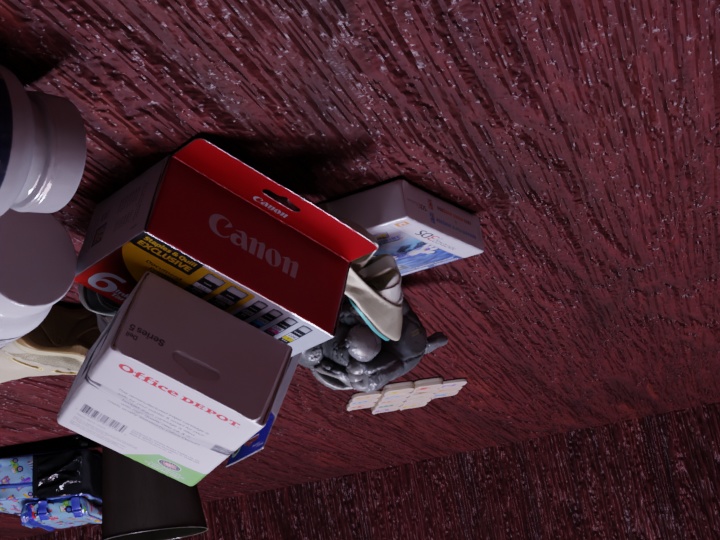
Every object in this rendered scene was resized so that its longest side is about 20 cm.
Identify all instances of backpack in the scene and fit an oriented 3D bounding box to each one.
[{"bbox_3d":[-0.530,0.359,2.370,0.200,0.135,0.183,-7,164,0],"label":"backpack"}]

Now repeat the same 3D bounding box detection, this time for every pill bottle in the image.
[{"bbox_3d":[-0.283,-0.088,0.927,0.200,0.111,0.111,6,158,-45],"label":"pill bottle"},{"bbox_3d":[-0.340,0.016,1.266,0.116,0.116,0.200,4,159,-40],"label":"pill bottle"}]

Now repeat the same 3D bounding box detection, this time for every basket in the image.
[{"bbox_3d":[-0.319,0.298,2.139,0.136,0.200,0.180,-20,163,32],"label":"basket"}]

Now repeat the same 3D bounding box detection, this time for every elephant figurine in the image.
[{"bbox_3d":[-0.033,0.079,1.712,0.200,0.155,0.142,-9,-148,42],"label":"elephant figurine"}]

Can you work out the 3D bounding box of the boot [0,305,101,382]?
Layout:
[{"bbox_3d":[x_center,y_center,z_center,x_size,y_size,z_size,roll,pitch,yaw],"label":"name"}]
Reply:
[{"bbox_3d":[-0.362,0.094,1.615,0.155,0.073,0.200,-19,160,30],"label":"boot"}]

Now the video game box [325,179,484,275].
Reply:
[{"bbox_3d":[-0.001,-0.027,1.448,0.200,0.047,0.182,-17,160,26],"label":"video game box"}]

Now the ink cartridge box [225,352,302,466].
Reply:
[{"bbox_3d":[-0.087,0.086,1.376,0.037,0.200,0.095,28,152,-16],"label":"ink cartridge box"}]

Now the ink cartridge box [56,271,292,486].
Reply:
[{"bbox_3d":[-0.166,0.101,1.259,0.145,0.084,0.200,28,148,-12],"label":"ink cartridge box"}]

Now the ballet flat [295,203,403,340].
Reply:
[{"bbox_3d":[0.000,0.000,1.349,0.069,0.070,0.200,-18,141,28],"label":"ballet flat"}]

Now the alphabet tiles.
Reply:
[{"bbox_3d":[0.078,0.214,2.430,0.195,0.015,0.200,-7,165,-9],"label":"alphabet tiles"}]

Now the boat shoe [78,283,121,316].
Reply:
[{"bbox_3d":[-0.185,0.011,1.397,0.062,0.073,0.200,12,-172,38],"label":"boat shoe"}]

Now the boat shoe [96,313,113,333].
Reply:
[{"bbox_3d":[-0.238,0.029,1.485,0.072,0.076,0.200,-40,164,-19],"label":"boat shoe"}]

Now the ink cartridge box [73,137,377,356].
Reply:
[{"bbox_3d":[-0.116,-0.007,1.237,0.200,0.084,0.176,30,145,-26],"label":"ink cartridge box"}]
